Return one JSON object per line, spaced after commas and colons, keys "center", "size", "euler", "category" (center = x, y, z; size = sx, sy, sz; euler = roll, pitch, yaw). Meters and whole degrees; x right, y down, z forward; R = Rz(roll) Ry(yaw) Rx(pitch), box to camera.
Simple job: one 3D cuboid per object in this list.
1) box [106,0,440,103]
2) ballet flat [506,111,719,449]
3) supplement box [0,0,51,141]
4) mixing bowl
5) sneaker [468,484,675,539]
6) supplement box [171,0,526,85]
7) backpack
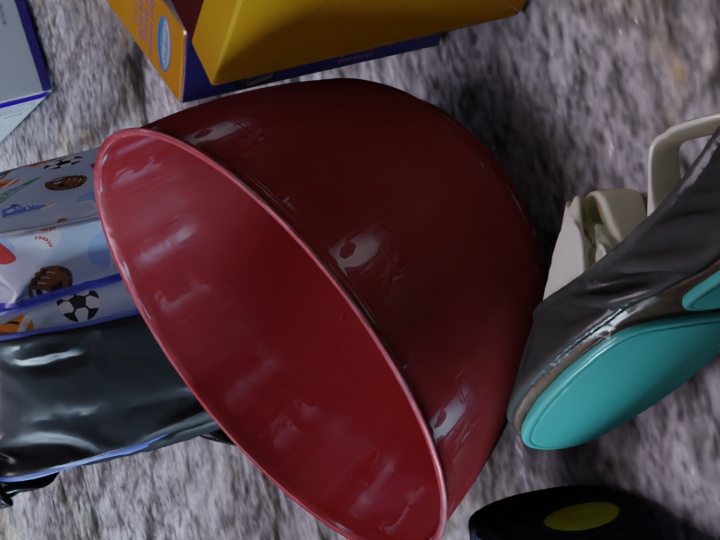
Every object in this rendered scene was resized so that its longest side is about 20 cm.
{"center": [-0.052, -0.137, 1.025], "size": [0.200, 0.119, 0.042], "euler": [55, 149, 38], "category": "box"}
{"center": [0.107, -0.005, 0.836], "size": [0.200, 0.068, 0.069], "euler": [-43, 55, 52], "category": "ballet flat"}
{"center": [-0.274, -0.121, 1.535], "size": [0.200, 0.103, 0.102], "euler": [-29, 78, 67], "category": "supplement box"}
{"center": [0.000, 0.000, 0.974], "size": [0.200, 0.108, 0.200], "euler": [42, 156, 24], "category": "mixing bowl"}
{"center": [0.101, 0.135, 0.919], "size": [0.200, 0.066, 0.079], "euler": [21, 126, 61], "category": "sneaker"}
{"center": [-0.014, -0.213, 0.884], "size": [0.200, 0.132, 0.197], "euler": [64, 154, 23], "category": "supplement box"}
{"center": [-0.126, 0.019, 1.208], "size": [0.190, 0.199, 0.155], "euler": [-165, 68, -70], "category": "backpack"}
